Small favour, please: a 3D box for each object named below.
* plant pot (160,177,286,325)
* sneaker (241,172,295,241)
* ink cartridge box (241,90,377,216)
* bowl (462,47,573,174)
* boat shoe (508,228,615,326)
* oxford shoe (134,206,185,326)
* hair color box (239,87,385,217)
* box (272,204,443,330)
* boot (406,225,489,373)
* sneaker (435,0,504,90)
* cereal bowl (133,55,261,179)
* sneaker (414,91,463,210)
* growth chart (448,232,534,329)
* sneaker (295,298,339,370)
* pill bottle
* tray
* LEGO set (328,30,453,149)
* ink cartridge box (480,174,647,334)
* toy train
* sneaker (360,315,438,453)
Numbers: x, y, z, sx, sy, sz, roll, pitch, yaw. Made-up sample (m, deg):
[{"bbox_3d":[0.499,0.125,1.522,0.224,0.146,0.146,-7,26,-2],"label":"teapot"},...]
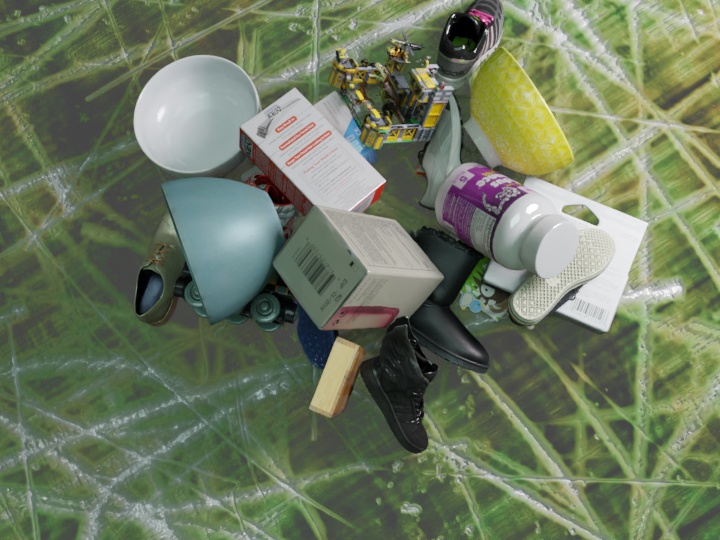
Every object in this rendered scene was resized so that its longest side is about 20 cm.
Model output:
[{"bbox_3d":[-0.179,-0.044,1.030,0.133,0.200,0.202,-20,81,-14],"label":"plant pot"},{"bbox_3d":[-0.185,-0.112,1.139,0.200,0.067,0.109,30,129,13],"label":"sneaker"},{"bbox_3d":[-0.086,-0.170,1.171,0.199,0.068,0.116,-36,81,-2],"label":"ink cartridge box"},{"bbox_3d":[0.217,-0.213,1.106,0.107,0.200,0.202,-34,81,11],"label":"bowl"},{"bbox_3d":[0.284,0.010,1.070,0.199,0.062,0.075,-39,76,-16],"label":"boat shoe"},{"bbox_3d":[-0.302,-0.015,1.159,0.070,0.074,0.203,10,82,5],"label":"oxford shoe"},{"bbox_3d":[-0.072,-0.155,1.088,0.111,0.064,0.200,-40,81,-22],"label":"hair color box"},{"bbox_3d":[0.000,0.000,1.027,0.109,0.199,0.128,-50,62,22],"label":"box"},{"bbox_3d":[0.133,0.039,1.112,0.197,0.073,0.164,29,96,17],"label":"boot"},{"bbox_3d":[0.175,-0.372,1.158,0.073,0.088,0.201,27,64,12],"label":"sneaker"},{"bbox_3d":[-0.248,-0.229,1.176,0.197,0.083,0.203,-2,74,5],"label":"cereal bowl"},{"bbox_3d":[0.123,-0.190,1.162,0.078,0.074,0.203,-1,82,9],"label":"sneaker"},{"bbox_3d":[0.208,0.004,1.157,0.198,0.018,0.146,27,85,7],"label":"growth chart"},{"bbox_3d":[-0.059,0.045,1.122,0.069,0.078,0.203,-2,109,35],"label":"sneaker"},{"bbox_3d":[0.204,-0.069,1.048,0.113,0.112,0.200,-49,45,-4],"label":"pill bottle"},{"bbox_3d":[-0.027,0.152,1.056,0.037,0.200,0.100,21,83,7],"label":"tray"},{"bbox_3d":[0.046,-0.284,1.112,0.152,0.117,0.202,0,51,-23],"label":"LEGO set"},{"bbox_3d":[0.304,-0.024,1.122,0.198,0.044,0.176,23,84,8],"label":"ink cartridge box"},{"bbox_3d":[-0.184,0.021,1.147,0.197,0.085,0.116,12,73,5],"label":"toy train"},{"bbox_3d":[0.073,0.169,1.078,0.103,0.060,0.201,-27,105,21],"label":"sneaker"}]
